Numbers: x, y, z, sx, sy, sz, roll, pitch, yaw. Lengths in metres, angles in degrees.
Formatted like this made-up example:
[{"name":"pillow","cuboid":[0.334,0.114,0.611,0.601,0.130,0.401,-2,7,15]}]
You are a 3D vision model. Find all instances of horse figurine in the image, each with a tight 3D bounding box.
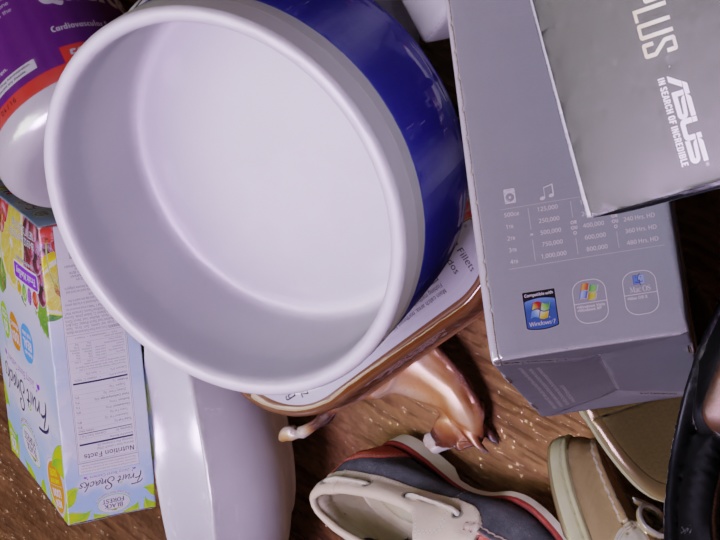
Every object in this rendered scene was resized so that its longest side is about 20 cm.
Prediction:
[{"name":"horse figurine","cuboid":[-0.004,0.011,1.107,0.132,0.050,0.201,-14,84,42]}]

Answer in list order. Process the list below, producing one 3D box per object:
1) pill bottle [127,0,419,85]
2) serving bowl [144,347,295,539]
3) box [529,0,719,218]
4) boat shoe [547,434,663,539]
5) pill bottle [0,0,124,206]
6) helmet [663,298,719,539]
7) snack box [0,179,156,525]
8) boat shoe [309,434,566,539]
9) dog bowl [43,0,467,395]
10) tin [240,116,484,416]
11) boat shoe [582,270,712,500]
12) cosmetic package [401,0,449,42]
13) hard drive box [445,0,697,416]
[{"name":"pill bottle","cuboid":[-0.064,-0.116,1.096,0.200,0.112,0.113,-15,90,55]},{"name":"serving bowl","cuboid":[-0.081,0.111,1.218,0.200,0.065,0.202,172,90,-74]},{"name":"box","cuboid":[0.139,-0.116,0.733,0.086,0.200,0.165,-15,89,32]},{"name":"boat shoe","cuboid":[0.151,0.165,0.954,0.063,0.073,0.202,-27,71,11]},{"name":"pill bottle","cuboid":[-0.201,-0.146,1.251,0.201,0.112,0.113,62,143,27]},{"name":"helmet","cuboid":[0.223,0.074,0.708,0.200,0.190,0.201,-161,90,-79]},{"name":"snack box","cuboid":[-0.198,0.047,1.345,0.169,0.067,0.201,-153,55,-65]},{"name":"boat shoe","cuboid":[0.049,0.146,1.064,0.200,0.062,0.072,28,132,51]},{"name":"dog bowl","cuboid":[-0.051,-0.045,0.974,0.199,0.079,0.201,14,122,24]},{"name":"tin","cuboid":[0.000,0.000,1.050,0.200,0.042,0.112,-37,83,27]},{"name":"boat shoe","cuboid":[0.113,0.013,0.934,0.201,0.073,0.063,61,178,13]},{"name":"cosmetic package","cuboid":[0.078,-0.204,0.907,0.200,0.071,0.102,-46,65,50]},{"name":"hard drive box","cuboid":[0.087,-0.052,0.827,0.156,0.076,0.201,44,-143,-74]}]
